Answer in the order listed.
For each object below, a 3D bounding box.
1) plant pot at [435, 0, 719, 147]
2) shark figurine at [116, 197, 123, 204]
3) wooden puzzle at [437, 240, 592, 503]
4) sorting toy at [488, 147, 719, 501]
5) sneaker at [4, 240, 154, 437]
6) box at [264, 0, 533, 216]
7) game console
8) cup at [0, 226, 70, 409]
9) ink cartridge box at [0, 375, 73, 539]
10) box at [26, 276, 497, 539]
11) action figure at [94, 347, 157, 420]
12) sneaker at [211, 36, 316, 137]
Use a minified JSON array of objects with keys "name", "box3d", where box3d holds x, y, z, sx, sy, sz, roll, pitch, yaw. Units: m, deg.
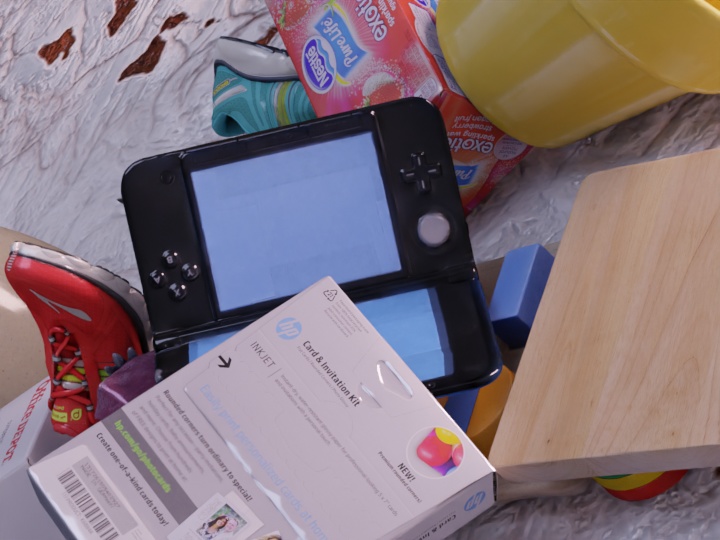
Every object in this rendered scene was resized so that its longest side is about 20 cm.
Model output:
[{"name":"plant pot","box3d":[0.152,-0.175,1.418,0.189,0.200,0.202,-38,30,40]},{"name":"shark figurine","box3d":[-0.102,-0.001,1.592,0.128,0.090,0.215,-35,37,14]},{"name":"wooden puzzle","box3d":[0.064,0.058,1.382,0.199,0.046,0.186,-12,46,40]},{"name":"sorting toy","box3d":[0.190,0.032,1.251,0.198,0.070,0.201,-10,48,42]},{"name":"sneaker","box3d":[-0.167,0.061,1.451,0.077,0.200,0.085,11,57,34]},{"name":"box","box3d":[0.023,-0.137,1.529,0.095,0.099,0.201,-45,47,24]},{"name":"game console","box3d":[-0.032,-0.001,1.340,0.199,0.172,0.118,-13,0,0]},{"name":"cup","box3d":[-0.293,0.043,1.701,0.200,0.143,0.201,-29,37,25]},{"name":"ink cartridge box","box3d":[-0.253,0.168,1.544,0.199,0.084,0.145,-34,17,18]},{"name":"box","box3d":[-0.052,0.114,1.236,0.199,0.041,0.156,-34,61,-15]},{"name":"action figure","box3d":[-0.079,0.129,1.390,0.133,0.150,0.200,-25,47,-21]},{"name":"sneaker","box3d":[-0.038,-0.114,1.672,0.199,0.077,0.080,19,98,50]}]
